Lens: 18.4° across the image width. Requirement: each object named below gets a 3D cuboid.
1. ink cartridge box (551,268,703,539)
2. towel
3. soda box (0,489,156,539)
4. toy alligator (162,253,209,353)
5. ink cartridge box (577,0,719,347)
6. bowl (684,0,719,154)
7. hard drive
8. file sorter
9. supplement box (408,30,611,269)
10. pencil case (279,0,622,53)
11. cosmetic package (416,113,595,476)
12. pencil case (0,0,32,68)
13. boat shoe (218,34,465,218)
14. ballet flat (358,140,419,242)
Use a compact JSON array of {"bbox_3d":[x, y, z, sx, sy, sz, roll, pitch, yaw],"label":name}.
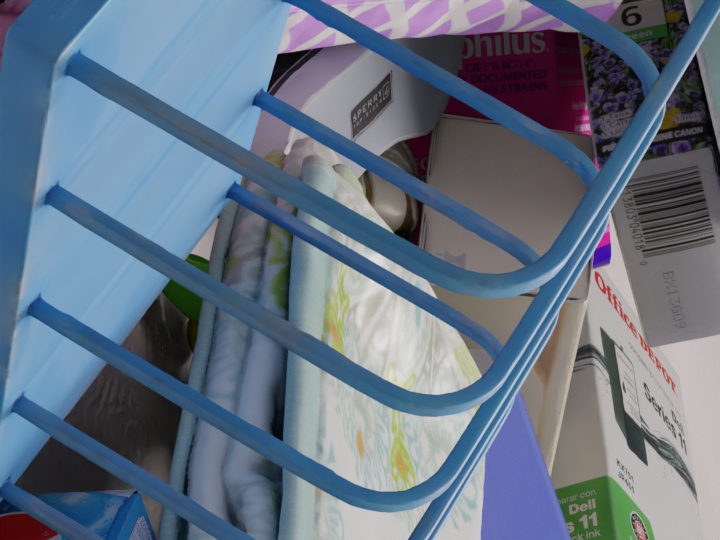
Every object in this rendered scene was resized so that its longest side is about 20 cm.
[{"bbox_3d":[0.113,0.106,1.134,0.147,0.083,0.200,49,28,-44],"label":"ink cartridge box"},{"bbox_3d":[-0.004,0.081,0.713,0.171,0.048,0.200,57,32,-47],"label":"towel"},{"bbox_3d":[-0.079,0.163,0.664,0.064,0.068,0.200,-69,150,-55],"label":"soda box"},{"bbox_3d":[-0.015,0.065,0.823,0.200,0.054,0.059,64,-5,-18],"label":"toy alligator"},{"bbox_3d":[0.127,-0.077,0.967,0.200,0.050,0.109,-91,165,-45],"label":"ink cartridge box"},{"bbox_3d":[0.182,-0.122,0.893,0.201,0.105,0.201,-13,90,-78],"label":"bowl"},{"bbox_3d":[0.055,0.145,0.903,0.200,0.025,0.132,68,35,-47],"label":"hard drive"},{"bbox_3d":[-0.009,-0.010,0.554,0.139,0.122,0.200,-55,172,-35],"label":"file sorter"},{"bbox_3d":[0.055,-0.096,1.050,0.103,0.101,0.201,-12,98,-72],"label":"supplement box"},{"bbox_3d":[0.011,-0.115,0.796,0.086,0.199,0.084,53,-38,40],"label":"pencil case"},{"bbox_3d":[0.053,0.041,0.968,0.200,0.071,0.105,96,2,-47],"label":"cosmetic package"},{"bbox_3d":[-0.081,-0.119,0.672,0.088,0.087,0.200,64,31,-50],"label":"pencil case"},{"bbox_3d":[-0.017,-0.072,0.872,0.199,0.068,0.074,-52,146,-49],"label":"boat shoe"},{"bbox_3d":[0.000,0.000,0.906,0.067,0.062,0.201,16,67,-28],"label":"ballet flat"}]
